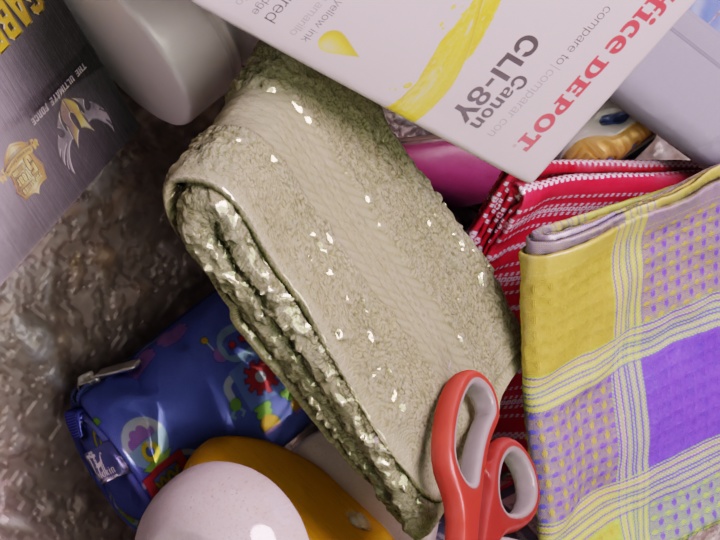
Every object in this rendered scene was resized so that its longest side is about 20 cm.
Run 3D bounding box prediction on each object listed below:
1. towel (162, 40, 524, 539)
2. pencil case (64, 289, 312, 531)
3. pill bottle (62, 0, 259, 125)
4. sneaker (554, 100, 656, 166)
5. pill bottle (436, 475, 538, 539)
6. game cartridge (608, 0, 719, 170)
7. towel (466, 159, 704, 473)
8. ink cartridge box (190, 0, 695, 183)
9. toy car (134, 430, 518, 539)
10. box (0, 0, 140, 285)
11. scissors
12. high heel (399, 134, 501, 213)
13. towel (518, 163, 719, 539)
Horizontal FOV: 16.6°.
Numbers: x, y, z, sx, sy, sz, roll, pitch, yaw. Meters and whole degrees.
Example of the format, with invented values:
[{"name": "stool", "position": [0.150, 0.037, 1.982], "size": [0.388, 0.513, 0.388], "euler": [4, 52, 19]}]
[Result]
[{"name": "towel", "position": [0.000, 0.000, 1.053], "size": [0.200, 0.036, 0.148], "euler": [54, 37, -22]}, {"name": "pencil case", "position": [-0.052, 0.038, 1.166], "size": [0.200, 0.078, 0.087], "euler": [-40, 107, -17]}, {"name": "pill bottle", "position": [-0.037, -0.164, 1.116], "size": [0.200, 0.114, 0.114], "euler": [-42, 116, -16]}, {"name": "sneaker", "position": [0.144, -0.114, 1.235], "size": [0.088, 0.075, 0.200], "euler": [51, 39, 8]}, {"name": "pill bottle", "position": [0.035, 0.189, 1.217], "size": [0.200, 0.120, 0.120], "euler": [-26, 110, -23]}, {"name": "game cartridge", "position": [0.186, -0.148, 1.126], "size": [0.133, 0.042, 0.200], "euler": [29, 97, -46]}, {"name": "towel", "position": [0.084, 0.028, 1.205], "size": [0.145, 0.022, 0.200], "euler": [-3, 133, -40]}, {"name": "ink cartridge box", "position": [0.037, -0.143, 1.018], "size": [0.200, 0.083, 0.145], "euler": [26, 116, -38]}, {"name": "toy car", "position": [-0.013, 0.168, 1.084], "size": [0.175, 0.200, 0.150], "euler": [-8, 130, -60]}, {"name": "box", "position": [-0.193, -0.066, 1.033], "size": [0.158, 0.048, 0.200], "euler": [60, 42, -22]}, {"name": "scissors", "position": [0.038, 0.123, 0.998], "size": [0.073, 0.014, 0.200], "euler": [57, 33, -28]}, {"name": "high heel", "position": [0.087, -0.014, 1.236], "size": [0.200, 0.067, 0.096], "euler": [8, 84, -33]}, {"name": "towel", "position": [0.135, 0.051, 1.152], "size": [0.144, 0.023, 0.200], "euler": [-20, 119, -32]}]
